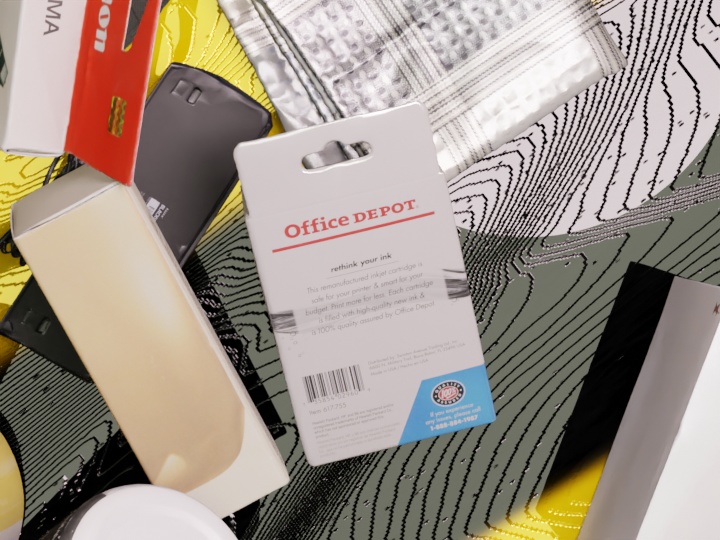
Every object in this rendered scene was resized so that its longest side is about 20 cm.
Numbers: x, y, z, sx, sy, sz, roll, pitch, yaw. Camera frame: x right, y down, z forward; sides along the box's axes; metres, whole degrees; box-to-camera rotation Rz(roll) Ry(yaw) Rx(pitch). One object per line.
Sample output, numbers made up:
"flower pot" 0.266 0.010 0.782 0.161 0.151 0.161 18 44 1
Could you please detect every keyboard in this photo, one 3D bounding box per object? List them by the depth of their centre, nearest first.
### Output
"keyboard" -0.147 -0.038 1.135 0.104 0.040 0.200 33 93 -24

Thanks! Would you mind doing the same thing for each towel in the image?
"towel" 0.029 -0.152 1.130 0.200 0.035 0.193 -31 94 0

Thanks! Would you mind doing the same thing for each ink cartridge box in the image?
"ink cartridge box" -0.165 -0.159 1.033 0.044 0.174 0.200 2 104 -33
"ink cartridge box" 0.000 0.000 1.095 0.116 0.068 0.200 -14 111 -2

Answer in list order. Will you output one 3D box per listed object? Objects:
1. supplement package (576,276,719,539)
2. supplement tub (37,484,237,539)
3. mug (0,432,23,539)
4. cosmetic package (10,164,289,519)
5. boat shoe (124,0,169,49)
"supplement package" 0.256 0.127 1.100 0.200 0.147 0.191 21 92 -4
"supplement tub" -0.154 0.207 1.055 0.123 0.200 0.123 18 55 -27
"mug" -0.277 0.126 1.073 0.149 0.153 0.187 -4 94 -1
"cosmetic package" -0.121 0.040 1.080 0.071 0.105 0.200 -28 105 -3
"boat shoe" -0.126 -0.210 1.103 0.065 0.074 0.202 29 92 7
